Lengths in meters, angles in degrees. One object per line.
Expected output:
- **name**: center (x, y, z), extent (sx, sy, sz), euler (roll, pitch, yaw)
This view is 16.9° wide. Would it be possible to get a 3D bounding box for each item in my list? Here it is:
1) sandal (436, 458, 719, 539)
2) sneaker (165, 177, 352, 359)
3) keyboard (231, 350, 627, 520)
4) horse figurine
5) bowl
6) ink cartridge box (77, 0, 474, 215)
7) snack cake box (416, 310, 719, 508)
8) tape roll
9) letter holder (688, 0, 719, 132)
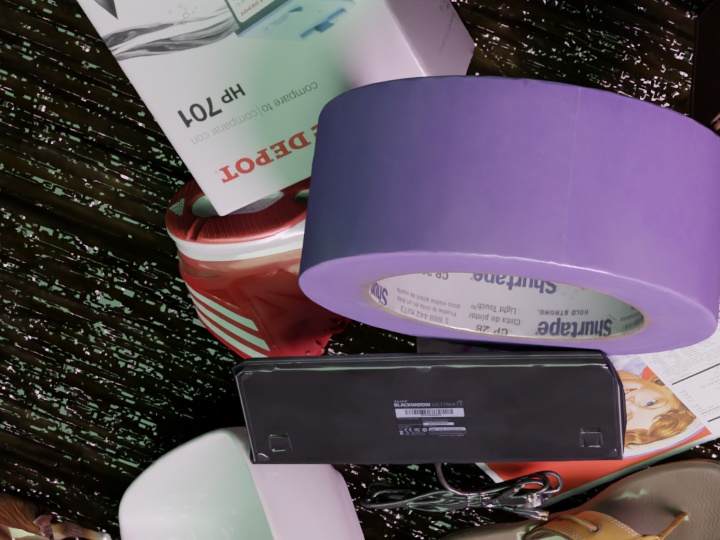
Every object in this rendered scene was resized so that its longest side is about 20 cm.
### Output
- **sandal**: center (0.117, 0.157, 1.301), extent (0.199, 0.054, 0.081), euler (-16, 86, 20)
- **sneaker**: center (0.000, 0.000, 1.321), extent (0.199, 0.079, 0.116), euler (3, 137, 11)
- **keyboard**: center (0.039, 0.085, 1.263), extent (0.199, 0.021, 0.127), euler (0, 133, 9)
- **horse figurine**: center (-0.204, 0.198, 1.468), extent (0.132, 0.050, 0.201), euler (20, 132, 20)
- **bowl**: center (-0.052, 0.192, 1.366), extent (0.200, 0.074, 0.201), euler (-35, 69, 56)
- **ink cartridge box**: center (-0.055, -0.149, 1.223), extent (0.146, 0.086, 0.200), euler (-24, 112, 22)
- **snack cake box**: center (0.143, 0.044, 1.286), extent (0.199, 0.067, 0.115), euler (-24, 138, 23)
- **tape roll**: center (0.073, -0.022, 1.152), extent (0.199, 0.200, 0.085), euler (6, 77, 7)
- **letter holder**: center (0.256, -0.128, 1.140), extent (0.100, 0.142, 0.200), euler (36, 120, -11)
